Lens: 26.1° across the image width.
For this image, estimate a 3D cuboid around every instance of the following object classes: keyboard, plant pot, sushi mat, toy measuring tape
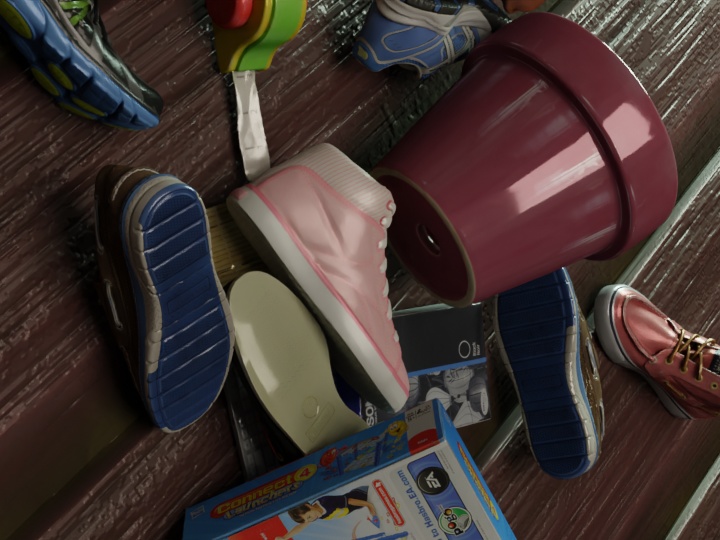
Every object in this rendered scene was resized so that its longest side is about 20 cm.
[{"bbox_3d":[-0.058,0.156,1.127,0.056,0.011,0.200,-19,102,-36],"label":"keyboard"},{"bbox_3d":[0.112,-0.071,1.199,0.179,0.200,0.200,-34,113,-20],"label":"plant pot"},{"bbox_3d":[-0.066,-0.011,1.129,0.200,0.012,0.096,-22,102,-45],"label":"sushi mat"},{"bbox_3d":[-0.066,-0.154,1.090,0.074,0.073,0.200,-11,93,-46],"label":"toy measuring tape"}]

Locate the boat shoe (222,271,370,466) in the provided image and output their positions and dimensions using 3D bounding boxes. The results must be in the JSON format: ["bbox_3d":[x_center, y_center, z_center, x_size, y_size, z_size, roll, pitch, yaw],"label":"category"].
[{"bbox_3d":[-0.048,0.090,1.089,0.074,0.063,0.202,-45,115,-33],"label":"boat shoe"}]

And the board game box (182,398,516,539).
[{"bbox_3d":[0.009,0.214,1.074,0.056,0.196,0.200,-96,159,-63],"label":"board game box"}]

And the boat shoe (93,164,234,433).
[{"bbox_3d":[-0.132,0.015,1.009,0.072,0.072,0.200,-29,135,-35],"label":"boat shoe"}]

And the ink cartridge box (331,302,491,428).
[{"bbox_3d":[0.024,0.083,1.202,0.200,0.039,0.100,-9,95,-46],"label":"ink cartridge box"}]

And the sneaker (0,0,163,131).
[{"bbox_3d":[-0.184,-0.166,0.971,0.200,0.071,0.083,51,60,-28],"label":"sneaker"}]

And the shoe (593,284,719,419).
[{"bbox_3d":[0.304,0.077,1.455,0.200,0.091,0.072,44,58,-36],"label":"shoe"}]

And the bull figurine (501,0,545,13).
[{"bbox_3d":[0.146,-0.288,1.218,0.121,0.065,0.200,-50,166,-25],"label":"bull figurine"}]

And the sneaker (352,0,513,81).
[{"bbox_3d":[0.057,-0.196,1.237,0.077,0.076,0.200,-54,157,23],"label":"sneaker"}]

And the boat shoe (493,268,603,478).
[{"bbox_3d":[0.164,0.073,1.323,0.072,0.072,0.200,-12,95,-63],"label":"boat shoe"}]

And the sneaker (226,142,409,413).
[{"bbox_3d":[0.000,0.000,1.105,0.105,0.075,0.200,-38,105,-18],"label":"sneaker"}]
